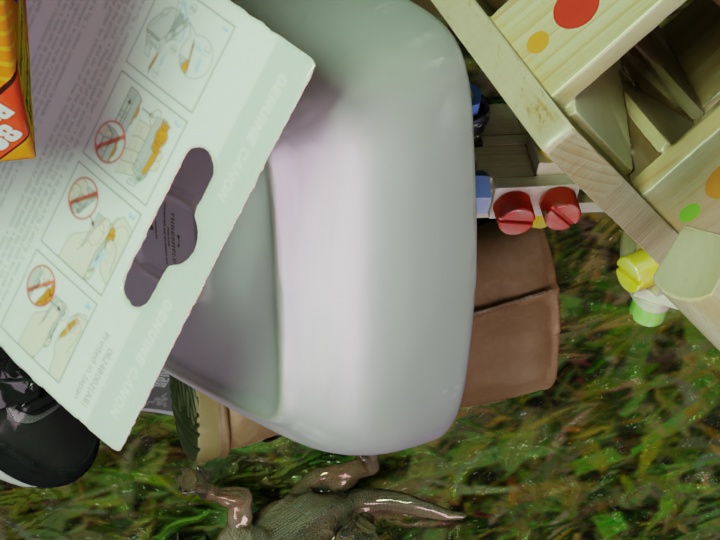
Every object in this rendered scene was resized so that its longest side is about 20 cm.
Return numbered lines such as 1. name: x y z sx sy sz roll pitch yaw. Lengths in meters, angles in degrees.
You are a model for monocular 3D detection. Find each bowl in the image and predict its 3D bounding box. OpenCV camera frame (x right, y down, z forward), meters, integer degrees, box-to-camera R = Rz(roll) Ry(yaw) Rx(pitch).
1. bowl: -0.052 -0.025 0.750 0.075 0.200 0.200 -28 130 -38

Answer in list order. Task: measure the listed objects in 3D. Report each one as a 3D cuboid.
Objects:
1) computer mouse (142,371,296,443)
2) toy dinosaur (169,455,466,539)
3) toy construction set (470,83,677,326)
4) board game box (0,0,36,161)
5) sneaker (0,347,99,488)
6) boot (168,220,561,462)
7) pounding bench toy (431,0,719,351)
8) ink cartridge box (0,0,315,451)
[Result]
1. computer mouse: -0.094 0.040 0.971 0.200 0.044 0.110 10 135 -30
2. toy dinosaur: -0.045 0.163 1.112 0.200 0.086 0.136 -17 155 -20
3. toy construction set: 0.089 -0.031 0.858 0.200 0.131 0.092 7 137 -23
4. board game box: -0.212 -0.161 0.561 0.200 0.200 0.200 -6 141 -6
5. sneaker: -0.158 0.021 0.835 0.087 0.076 0.200 -1 127 37
6. boot: 0.000 0.000 0.928 0.200 0.066 0.175 -12 120 -20
7. pounding bench toy: 0.142 -0.081 0.677 0.156 0.200 0.124 -40 138 11
8. ink cartridge box: -0.104 -0.054 0.692 0.047 0.200 0.160 4 119 -54
